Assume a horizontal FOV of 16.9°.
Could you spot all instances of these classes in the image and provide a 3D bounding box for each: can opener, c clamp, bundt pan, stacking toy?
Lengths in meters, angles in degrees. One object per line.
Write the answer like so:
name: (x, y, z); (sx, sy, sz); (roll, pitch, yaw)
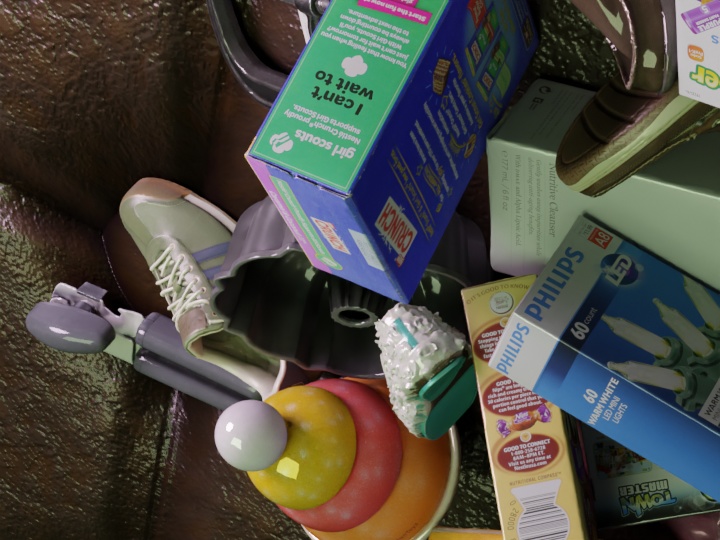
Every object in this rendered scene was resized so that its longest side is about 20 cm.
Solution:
can opener: (-0.164, 0.070, 1.868); (0.200, 0.067, 0.053); (24, 134, 17)
c clamp: (-0.053, -0.168, 1.595); (0.200, 0.027, 0.171); (18, 137, 56)
bundt pan: (0.000, 0.000, 1.657); (0.202, 0.076, 0.202); (6, 152, 3)
stacking toy: (-0.032, 0.124, 1.706); (0.146, 0.146, 0.200); (3, 169, 32)

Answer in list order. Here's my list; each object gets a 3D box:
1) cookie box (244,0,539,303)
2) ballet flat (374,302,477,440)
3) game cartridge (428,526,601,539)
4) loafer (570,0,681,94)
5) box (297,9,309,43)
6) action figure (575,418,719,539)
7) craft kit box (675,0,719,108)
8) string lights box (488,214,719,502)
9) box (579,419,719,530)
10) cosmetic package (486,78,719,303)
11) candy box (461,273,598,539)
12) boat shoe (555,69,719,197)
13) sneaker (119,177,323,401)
cookie box: (0.025, -0.106, 1.471); (0.075, 0.200, 0.171); (21, 164, 20)
ballet flat: (0.042, 0.060, 1.613); (0.072, 0.072, 0.200); (31, 169, 10)
game cartridge: (0.173, 0.228, 1.711); (0.200, 0.032, 0.176); (1, 157, 44)
loafer: (0.127, -0.185, 1.415); (0.073, 0.071, 0.200); (94, 155, -67)
box: (-0.007, -0.140, 1.620); (0.041, 0.039, 0.200); (6, 126, 32)
action figure: (0.197, 0.122, 1.669); (0.200, 0.149, 0.134); (21, 91, 38)
craft kit box: (0.259, -0.149, 1.275); (0.200, 0.049, 0.198); (22, 144, 30)
string lights box: (0.192, 0.062, 1.486); (0.200, 0.103, 0.059); (30, 140, 8)
box: (0.243, 0.099, 1.560); (0.200, 0.035, 0.110); (-11, 83, 18)
cosmetic package: (0.187, -0.038, 1.538); (0.200, 0.081, 0.113); (16, 132, 25)
candy box: (0.113, 0.116, 1.558); (0.056, 0.200, 0.117); (-13, 157, 7)
boat shoe: (0.209, -0.105, 1.444); (0.075, 0.075, 0.202); (38, 114, -24)
sneaker: (-0.109, 0.019, 1.775); (0.200, 0.090, 0.067); (40, 136, 1)
